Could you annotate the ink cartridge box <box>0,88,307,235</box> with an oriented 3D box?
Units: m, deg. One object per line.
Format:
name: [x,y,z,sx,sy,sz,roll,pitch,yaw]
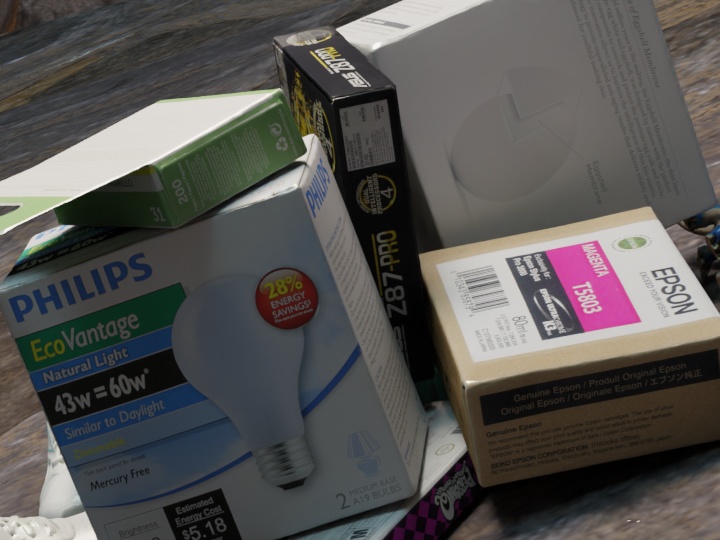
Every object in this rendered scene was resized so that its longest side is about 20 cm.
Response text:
ink cartridge box: [-0.150,-0.046,1.388,0.200,0.048,0.145,-32,18,-30]

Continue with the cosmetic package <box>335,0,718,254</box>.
cosmetic package: [0.108,-0.102,1.630,0.199,0.200,0.123,-24,15,-13]

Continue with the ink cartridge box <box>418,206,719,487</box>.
ink cartridge box: [0.130,0.043,1.475,0.164,0.075,0.200,-12,24,-3]

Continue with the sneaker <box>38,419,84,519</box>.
sneaker: [-0.200,0.127,1.696,0.070,0.081,0.200,-17,17,4]

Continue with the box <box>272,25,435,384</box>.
box: [-0.004,-0.043,1.548,0.049,0.201,0.161,-12,23,-9]

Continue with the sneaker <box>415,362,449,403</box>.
sneaker: [0.047,0.057,1.662,0.199,0.075,0.087,4,16,34]

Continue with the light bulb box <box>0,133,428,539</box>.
light bulb box: [-0.085,0.053,1.434,0.197,0.201,0.125,-19,14,9]

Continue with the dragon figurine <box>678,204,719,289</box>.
dragon figurine: [0.280,-0.032,1.660,0.099,0.059,0.200,-21,16,-4]

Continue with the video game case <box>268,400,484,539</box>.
video game case: [-0.013,0.143,1.484,0.181,0.036,0.200,-9,19,34]

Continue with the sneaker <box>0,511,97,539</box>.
sneaker: [-0.227,0.182,1.504,0.199,0.100,0.075,-26,14,-25]
